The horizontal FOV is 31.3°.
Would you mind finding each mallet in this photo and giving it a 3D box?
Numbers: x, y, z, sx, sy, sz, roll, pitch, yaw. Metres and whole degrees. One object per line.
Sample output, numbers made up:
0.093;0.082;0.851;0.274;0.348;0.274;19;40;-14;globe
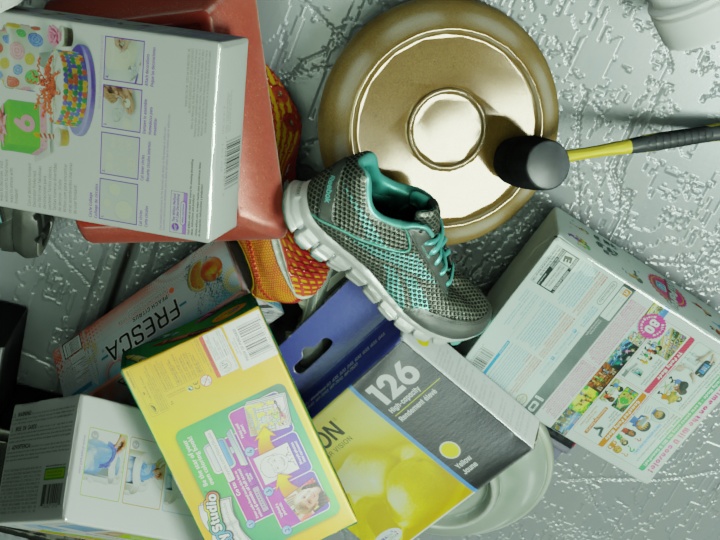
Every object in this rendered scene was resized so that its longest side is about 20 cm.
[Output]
0.206;-0.095;0.998;0.199;0.066;0.041;-9;101;-10;mallet

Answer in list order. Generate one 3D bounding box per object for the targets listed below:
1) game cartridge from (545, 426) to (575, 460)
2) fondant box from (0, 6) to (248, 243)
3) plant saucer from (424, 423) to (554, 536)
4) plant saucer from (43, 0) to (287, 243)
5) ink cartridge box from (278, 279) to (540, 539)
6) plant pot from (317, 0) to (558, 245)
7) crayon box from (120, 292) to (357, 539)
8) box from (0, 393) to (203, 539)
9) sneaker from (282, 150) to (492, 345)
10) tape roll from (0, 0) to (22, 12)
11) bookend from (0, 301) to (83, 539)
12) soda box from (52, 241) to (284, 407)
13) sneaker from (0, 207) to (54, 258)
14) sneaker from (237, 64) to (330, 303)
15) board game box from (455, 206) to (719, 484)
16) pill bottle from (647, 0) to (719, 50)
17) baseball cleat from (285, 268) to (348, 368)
0.170;0.077;1.126;0.129;0.038;0.200;32;113;-7;game cartridge
-0.187;-0.110;0.942;0.199;0.058;0.145;10;107;13;fondant box
0.072;0.177;1.148;0.199;0.050;0.201;6;125;8;plant saucer
-0.162;-0.116;0.995;0.199;0.037;0.201;-1;104;27;plant saucer
0.012;0.128;1.074;0.200;0.047;0.198;38;125;-12;ink cartridge box
0.066;-0.113;1.014;0.199;0.027;0.201;-3;107;-10;plant pot
-0.097;0.135;1.030;0.118;0.058;0.201;-25;102;-4;crayon box
-0.189;0.179;1.091;0.199;0.102;0.112;21;156;-40;box
0.038;-0.017;0.984;0.200;0.078;0.091;35;130;-24;sneaker
-0.342;-0.210;0.928;0.201;0.203;0.037;-1;115;4;tape roll
-0.319;0.124;1.144;0.199;0.092;0.200;15;115;-5;bookend
-0.167;0.054;1.104;0.200;0.064;0.068;-33;148;18;soda box
-0.294;-0.103;1.045;0.079;0.075;0.201;9;115;2;sneaker
-0.084;-0.071;1.031;0.077;0.073;0.201;-9;89;41;sneaker
0.200;0.065;1.067;0.199;0.064;0.148;32;114;-10;board game box
0.215;-0.265;0.914;0.119;0.120;0.201;-26;111;15;pill bottle
0.000;0.000;1.079;0.106;0.070;0.201;11;116;-1;baseball cleat
